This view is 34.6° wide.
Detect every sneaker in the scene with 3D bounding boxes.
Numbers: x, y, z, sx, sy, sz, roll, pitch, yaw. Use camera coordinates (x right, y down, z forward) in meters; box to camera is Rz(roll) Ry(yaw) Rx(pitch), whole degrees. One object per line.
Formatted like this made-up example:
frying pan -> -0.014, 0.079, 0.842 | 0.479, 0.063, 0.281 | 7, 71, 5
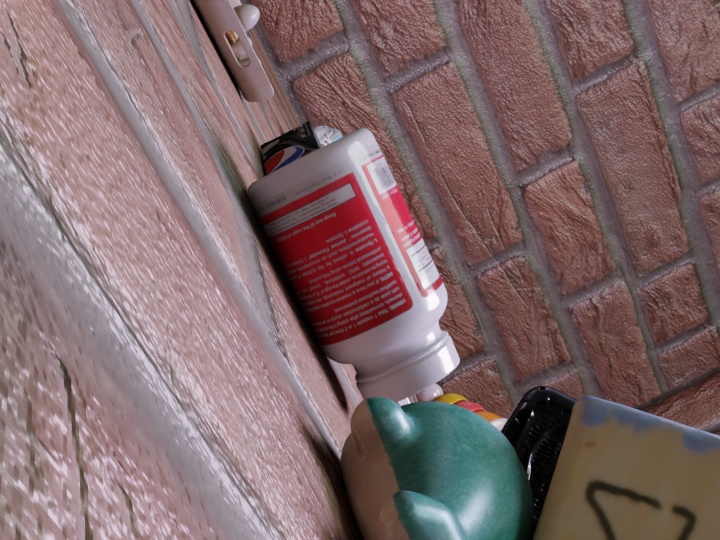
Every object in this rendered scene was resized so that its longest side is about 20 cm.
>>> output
sneaker -> -0.067, -0.190, 1.797 | 0.200, 0.086, 0.076 | -107, 172, -67

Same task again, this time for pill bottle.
pill bottle -> 0.000, 0.000, 0.918 | 0.112, 0.111, 0.202 | -94, 158, -84

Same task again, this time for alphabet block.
alphabet block -> 0.191, 0.223, 0.717 | 0.197, 0.193, 0.202 | 71, 39, -64

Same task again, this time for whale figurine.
whale figurine -> 0.051, 0.140, 0.664 | 0.200, 0.103, 0.160 | 52, 13, -87

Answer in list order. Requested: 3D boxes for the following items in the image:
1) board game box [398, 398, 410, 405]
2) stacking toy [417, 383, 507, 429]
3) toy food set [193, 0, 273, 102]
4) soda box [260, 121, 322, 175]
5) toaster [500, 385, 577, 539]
board game box -> 0.007, 0.085, 1.257 | 0.200, 0.026, 0.202 | 0, 64, -87
stacking toy -> 0.179, 0.280, 2.185 | 0.200, 0.146, 0.146 | 47, -7, 33
toy food set -> -0.153, -0.305, 1.370 | 0.201, 0.060, 0.144 | -113, 177, -53
soda box -> -0.057, -0.089, 1.187 | 0.071, 0.063, 0.200 | 63, 2, -22
toaster -> 0.163, 0.209, 0.911 | 0.198, 0.182, 0.119 | 25, -28, 12
